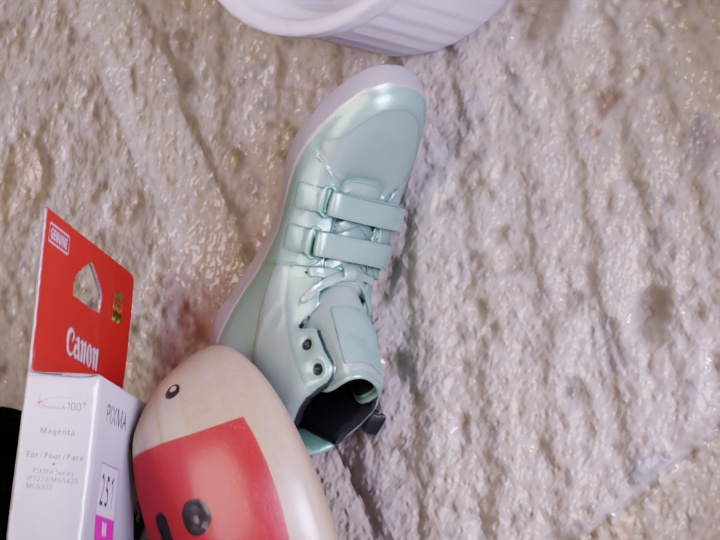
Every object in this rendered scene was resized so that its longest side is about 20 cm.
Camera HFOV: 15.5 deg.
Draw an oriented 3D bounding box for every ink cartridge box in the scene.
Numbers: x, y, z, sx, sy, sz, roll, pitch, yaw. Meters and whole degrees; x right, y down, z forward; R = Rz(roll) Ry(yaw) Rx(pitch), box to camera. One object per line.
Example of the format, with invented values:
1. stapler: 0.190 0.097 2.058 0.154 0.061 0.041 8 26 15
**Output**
1. ink cartridge box: -0.134 0.072 1.402 0.043 0.200 0.174 5 80 9

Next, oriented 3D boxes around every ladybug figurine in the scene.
1. ladybug figurine: -0.063 0.139 1.359 0.201 0.072 0.136 69 156 10

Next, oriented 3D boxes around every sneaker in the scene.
1. sneaker: 0.000 0.000 1.372 0.118 0.074 0.201 52 124 45

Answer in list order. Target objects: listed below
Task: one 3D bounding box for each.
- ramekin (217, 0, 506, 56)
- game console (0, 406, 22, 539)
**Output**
1. ramekin: 0.011 -0.210 1.404 0.200 0.098 0.201 -13 71 41
2. game console: -0.287 0.124 1.519 0.116 0.200 0.176 -44 54 26
